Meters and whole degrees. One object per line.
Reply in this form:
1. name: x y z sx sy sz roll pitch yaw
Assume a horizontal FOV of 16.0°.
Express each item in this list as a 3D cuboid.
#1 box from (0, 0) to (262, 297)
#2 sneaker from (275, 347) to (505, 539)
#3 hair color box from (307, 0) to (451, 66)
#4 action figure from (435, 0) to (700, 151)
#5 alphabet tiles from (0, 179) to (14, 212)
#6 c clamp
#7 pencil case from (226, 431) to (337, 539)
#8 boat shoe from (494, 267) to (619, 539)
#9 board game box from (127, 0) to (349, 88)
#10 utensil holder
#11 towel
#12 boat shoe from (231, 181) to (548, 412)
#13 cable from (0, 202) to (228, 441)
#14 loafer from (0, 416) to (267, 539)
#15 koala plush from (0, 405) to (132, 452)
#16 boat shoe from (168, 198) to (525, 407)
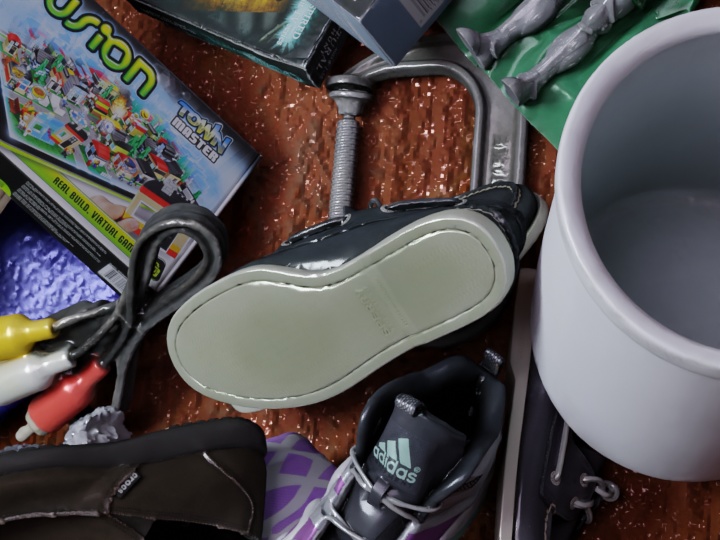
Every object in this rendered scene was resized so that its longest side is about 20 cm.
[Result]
1. box: -0.160 -0.087 1.386 0.110 0.200 0.035 -54 13 -30
2. sneaker: 0.005 0.110 1.216 0.077 0.140 0.200 31 54 10
3. hair color box: -0.025 -0.209 1.388 0.200 0.061 0.099 40 87 30
4. action figure: 0.144 -0.166 1.343 0.200 0.055 0.118 -41 64 -1
5. alphabet tiles: -0.248 -0.054 1.462 0.199 0.015 0.196 -5 46 46
6. c clamp: 0.010 -0.035 1.388 0.170 0.027 0.202 5 79 26
7. pencil case: -0.003 0.175 1.310 0.084 0.086 0.200 -25 60 -24
8. boat shoe: 0.100 0.098 1.284 0.062 0.073 0.202 5 74 2
9. board game box: -0.031 -0.213 1.444 0.135 0.028 0.201 25 81 28
10. utensil holder: 0.164 -0.005 1.183 0.169 0.200 0.171 1 71 -2
11. towel: -0.207 0.008 1.471 0.199 0.050 0.148 -33 72 13
12. boat shoe: 0.000 -0.001 1.327 0.198 0.066 0.075 -27 27 19
13. cable: -0.134 0.038 1.363 0.199 0.097 0.050 -27 23 40
14. loafer: -0.132 0.124 1.250 0.199 0.073 0.072 -12 71 -18
15. koala plush: -0.182 0.171 1.352 0.177 0.183 0.201 -31 35 37
16. boat shoe: -0.004 0.009 1.255 0.199 0.066 0.075 -26 100 33
